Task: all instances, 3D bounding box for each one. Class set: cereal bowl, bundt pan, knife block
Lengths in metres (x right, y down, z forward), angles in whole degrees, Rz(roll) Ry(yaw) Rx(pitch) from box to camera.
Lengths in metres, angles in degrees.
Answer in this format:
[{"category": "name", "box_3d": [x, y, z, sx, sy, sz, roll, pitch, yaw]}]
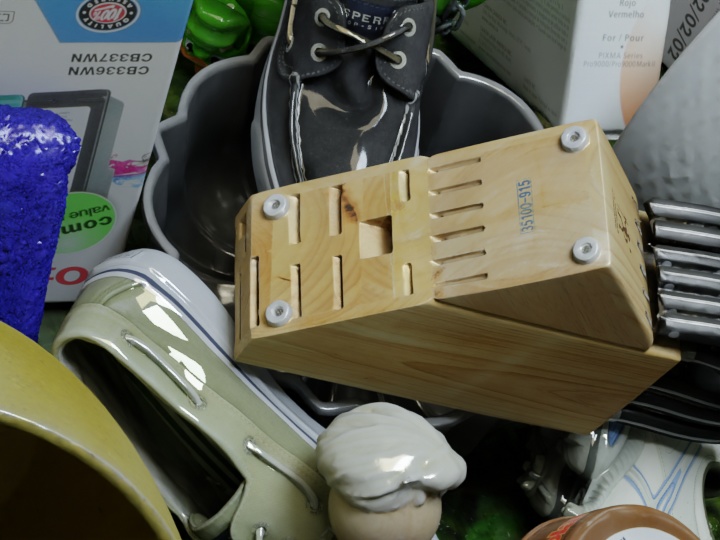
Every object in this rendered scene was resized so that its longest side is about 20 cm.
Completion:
[{"category": "cereal bowl", "box_3d": [0.196, -0.067, 0.976, 0.083, 0.200, 0.200, 46, 53, 14]}, {"category": "bundt pan", "box_3d": [0.000, 0.000, 0.935, 0.200, 0.076, 0.203, 10, 51, -12]}, {"category": "knife block", "box_3d": [0.070, 0.022, 0.859, 0.198, 0.176, 0.064, -12, 56, 16]}]

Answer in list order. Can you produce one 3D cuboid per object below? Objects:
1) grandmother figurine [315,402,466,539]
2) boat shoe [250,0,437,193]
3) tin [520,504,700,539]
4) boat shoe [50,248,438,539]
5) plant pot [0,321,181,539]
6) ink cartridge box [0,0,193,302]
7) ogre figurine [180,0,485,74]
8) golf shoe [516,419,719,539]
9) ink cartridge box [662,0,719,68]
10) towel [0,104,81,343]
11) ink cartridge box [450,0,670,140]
[{"category": "grandmother figurine", "box_3d": [0.018, 0.145, 0.778, 0.060, 0.121, 0.202, -9, 79, 2]}, {"category": "boat shoe", "box_3d": [0.002, -0.101, 0.893, 0.069, 0.066, 0.202, 13, 68, -5]}, {"category": "tin", "box_3d": [0.119, 0.178, 0.808, 0.112, 0.042, 0.201, -39, 101, -43]}, {"category": "boat shoe", "box_3d": [-0.042, 0.083, 0.835, 0.200, 0.072, 0.062, 48, 39, -7]}, {"category": "plant pot", "box_3d": [-0.157, 0.089, 0.762, 0.198, 0.201, 0.142, 8, 28, -13]}, {"category": "ink cartridge box", "box_3d": [-0.160, -0.102, 0.876, 0.146, 0.201, 0.147, -2, 52, -20]}, {"category": "ogre figurine", "box_3d": [-0.040, -0.149, 1.009, 0.198, 0.120, 0.099, 13, 55, -7]}, {"category": "golf shoe", "box_3d": [0.104, 0.126, 0.880, 0.097, 0.078, 0.201, 27, 53, -9]}, {"category": "ink cartridge box", "box_3d": [0.216, -0.147, 1.095, 0.199, 0.115, 0.068, -27, 65, -34]}, {"category": "towel", "box_3d": [-0.208, 0.003, 0.816, 0.198, 0.148, 0.050, -1, 45, -21]}, {"category": "ink cartridge box", "box_3d": [0.092, -0.179, 0.991, 0.050, 0.202, 0.162, 1, 23, -20]}]
